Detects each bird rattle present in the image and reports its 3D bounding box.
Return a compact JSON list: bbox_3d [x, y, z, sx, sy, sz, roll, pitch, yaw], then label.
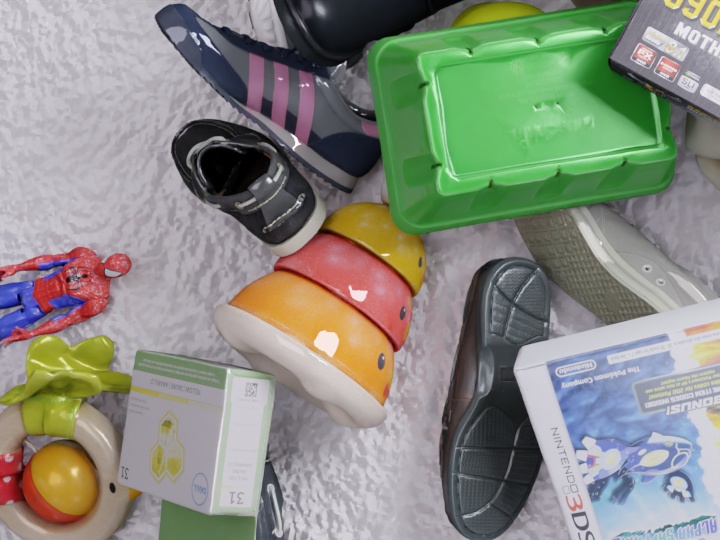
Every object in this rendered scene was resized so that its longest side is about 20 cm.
[{"bbox_3d":[-0.254,0.151,1.266,0.200,0.113,0.163,-43,88,14],"label":"bird rattle"}]

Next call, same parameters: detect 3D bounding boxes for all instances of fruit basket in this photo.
[{"bbox_3d":[0.107,-0.115,1.117,0.214,0.215,0.156,-9,92,20],"label":"fruit basket"}]

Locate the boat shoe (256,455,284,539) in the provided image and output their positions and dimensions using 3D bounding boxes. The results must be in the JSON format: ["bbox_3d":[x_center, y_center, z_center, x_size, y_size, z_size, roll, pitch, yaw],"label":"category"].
[{"bbox_3d":[-0.088,0.177,1.218,0.075,0.060,0.201,-14,73,54],"label":"boat shoe"}]

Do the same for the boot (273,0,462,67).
[{"bbox_3d":[0.047,-0.217,1.129,0.168,0.200,0.077,-28,89,29],"label":"boot"}]

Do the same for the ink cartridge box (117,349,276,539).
[{"bbox_3d":[-0.125,0.164,1.179,0.145,0.048,0.201,6,87,55],"label":"ink cartridge box"}]

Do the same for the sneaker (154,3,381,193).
[{"bbox_3d":[-0.058,-0.145,1.195,0.082,0.200,0.070,-48,26,10],"label":"sneaker"}]

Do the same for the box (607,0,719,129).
[{"bbox_3d":[0.274,-0.146,0.981,0.199,0.048,0.159,31,94,7],"label":"box"}]

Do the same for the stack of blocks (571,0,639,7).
[{"bbox_3d":[0.162,-0.250,1.094,0.058,0.200,0.116,3,83,21],"label":"stack of blocks"}]

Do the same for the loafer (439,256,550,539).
[{"bbox_3d":[0.094,0.090,1.164,0.071,0.063,0.201,10,88,-20],"label":"loafer"}]

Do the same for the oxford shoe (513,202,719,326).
[{"bbox_3d":[0.177,-0.009,1.141,0.058,0.075,0.200,-29,59,-27],"label":"oxford shoe"}]

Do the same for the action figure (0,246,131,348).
[{"bbox_3d":[-0.271,0.027,1.313,0.199,0.052,0.066,-22,73,15],"label":"action figure"}]

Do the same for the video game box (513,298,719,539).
[{"bbox_3d":[0.221,0.117,1.073,0.199,0.047,0.183,-15,107,19],"label":"video game box"}]

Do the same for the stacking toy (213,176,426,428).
[{"bbox_3d":[0.000,0.000,1.181,0.146,0.146,0.200,29,79,22],"label":"stacking toy"}]

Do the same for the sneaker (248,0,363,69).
[{"bbox_3d":[-0.050,-0.238,1.234,0.084,0.075,0.201,-13,106,7],"label":"sneaker"}]

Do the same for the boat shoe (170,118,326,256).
[{"bbox_3d":[-0.095,-0.078,1.208,0.072,0.068,0.200,-51,35,0],"label":"boat shoe"}]

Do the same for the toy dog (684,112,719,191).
[{"bbox_3d":[0.306,-0.141,1.063,0.199,0.139,0.195,-4,95,21],"label":"toy dog"}]
